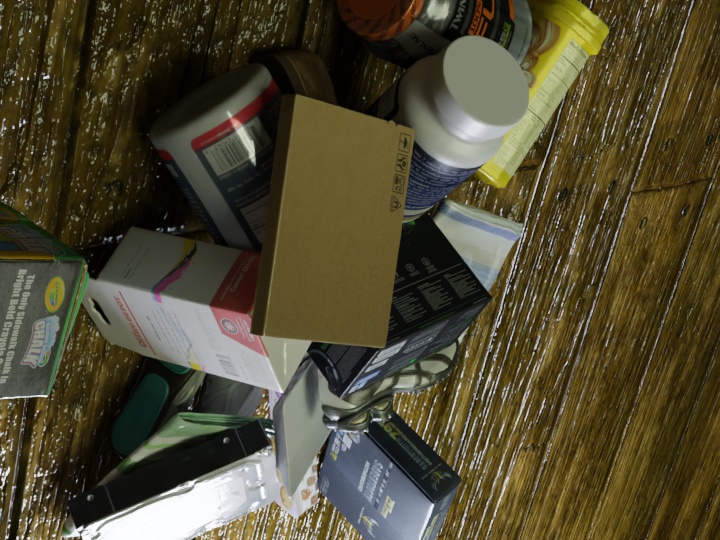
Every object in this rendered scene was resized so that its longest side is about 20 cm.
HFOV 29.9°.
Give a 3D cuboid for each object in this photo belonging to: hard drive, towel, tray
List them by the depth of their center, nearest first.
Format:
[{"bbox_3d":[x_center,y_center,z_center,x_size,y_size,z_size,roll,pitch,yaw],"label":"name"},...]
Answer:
[{"bbox_3d":[-0.178,0.226,1.327,0.199,0.038,0.140,-22,152,-13],"label":"hard drive"},{"bbox_3d":[-0.189,0.206,1.344,0.200,0.023,0.152,-41,150,25],"label":"towel"},{"bbox_3d":[-0.054,0.138,1.392,0.200,0.022,0.108,-55,144,-64],"label":"tray"},{"bbox_3d":[0.093,0.019,1.501,0.146,0.024,0.201,16,106,-48],"label":"towel"}]

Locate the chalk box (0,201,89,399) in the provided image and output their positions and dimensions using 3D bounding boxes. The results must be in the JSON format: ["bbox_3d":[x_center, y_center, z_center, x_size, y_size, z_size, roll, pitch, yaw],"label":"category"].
[{"bbox_3d":[-0.304,0.021,1.054,0.199,0.123,0.125,1,113,-53],"label":"chalk box"}]

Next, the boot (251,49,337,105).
[{"bbox_3d":[-0.035,-0.114,1.274,0.075,0.073,0.201,-25,98,-49],"label":"boot"}]

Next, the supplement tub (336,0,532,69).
[{"bbox_3d":[0.072,-0.252,1.321,0.199,0.122,0.123,9,108,-53],"label":"supplement tub"}]

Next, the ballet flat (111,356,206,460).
[{"bbox_3d":[-0.179,0.099,1.321,0.064,0.067,0.201,6,116,-60],"label":"ballet flat"}]

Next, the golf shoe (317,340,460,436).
[{"bbox_3d":[0.032,0.091,1.426,0.200,0.077,0.095,-33,112,-43],"label":"golf shoe"}]

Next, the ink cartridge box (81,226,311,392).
[{"bbox_3d":[-0.154,0.030,1.203,0.068,0.199,0.117,-61,150,-32],"label":"ink cartridge box"}]

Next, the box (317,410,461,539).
[{"bbox_3d":[0.028,0.246,1.559,0.051,0.158,0.201,-34,157,-30],"label":"box"}]

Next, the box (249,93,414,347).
[{"bbox_3d":[-0.021,-0.038,1.158,0.163,0.021,0.202,9,89,-50],"label":"box"}]

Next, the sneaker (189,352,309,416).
[{"bbox_3d":[-0.134,0.097,1.383,0.092,0.076,0.200,41,91,-26],"label":"sneaker"}]

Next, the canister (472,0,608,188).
[{"bbox_3d":[0.157,-0.199,1.447,0.086,0.148,0.201,33,90,-30],"label":"canister"}]

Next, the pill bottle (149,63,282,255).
[{"bbox_3d":[-0.087,-0.069,1.195,0.119,0.119,0.201,-40,113,-25],"label":"pill bottle"}]

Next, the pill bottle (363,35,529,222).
[{"bbox_3d":[0.068,-0.133,1.285,0.115,0.116,0.200,-30,175,-35],"label":"pill bottle"}]

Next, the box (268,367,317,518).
[{"bbox_3d":[-0.076,0.195,1.537,0.039,0.041,0.201,-31,137,-35],"label":"box"}]

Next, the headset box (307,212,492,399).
[{"bbox_3d":[0.000,0.000,1.356,0.174,0.200,0.093,-22,158,-42],"label":"headset box"}]
